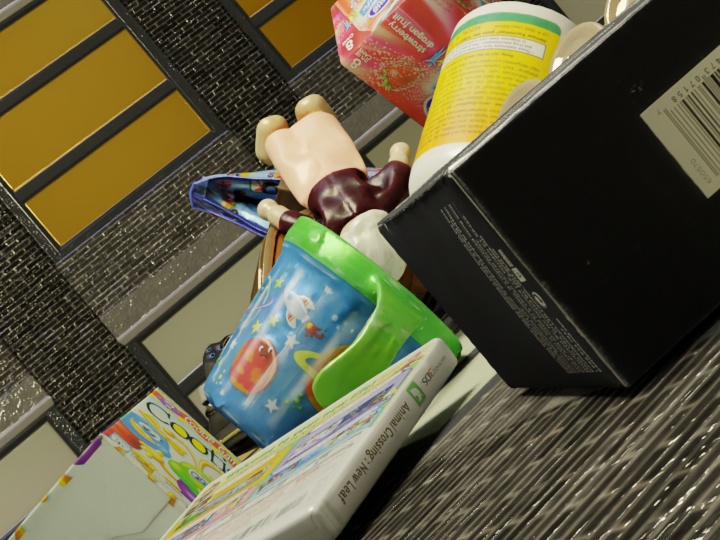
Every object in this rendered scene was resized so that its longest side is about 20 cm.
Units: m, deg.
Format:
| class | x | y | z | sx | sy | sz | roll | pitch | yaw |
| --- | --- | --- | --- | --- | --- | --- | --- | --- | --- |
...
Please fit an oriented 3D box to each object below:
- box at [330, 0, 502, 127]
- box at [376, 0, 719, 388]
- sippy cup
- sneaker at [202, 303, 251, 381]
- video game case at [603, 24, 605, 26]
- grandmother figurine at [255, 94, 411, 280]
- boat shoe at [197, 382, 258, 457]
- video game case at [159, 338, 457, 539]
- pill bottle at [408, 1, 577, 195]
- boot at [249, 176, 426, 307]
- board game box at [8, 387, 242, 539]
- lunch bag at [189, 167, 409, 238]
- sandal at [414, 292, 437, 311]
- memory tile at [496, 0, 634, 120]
| class | x | y | z | sx | sy | sz | roll | pitch | yaw |
| --- | --- | --- | --- | --- | --- | --- | --- | --- | --- |
| box | 0.082 | -0.167 | 1.248 | 0.100 | 0.200 | 0.096 | -41 | 32 | 23 |
| box | 0.123 | -0.052 | 0.644 | 0.200 | 0.104 | 0.182 | -41 | 2 | -8 |
| sippy cup | -0.026 | 0.057 | 0.984 | 0.130 | 0.139 | 0.178 | -51 | -23 | -5 |
| sneaker | -0.084 | 0.042 | 1.293 | 0.073 | 0.201 | 0.112 | 12 | -8 | -44 |
| video game case | 0.189 | -0.171 | 0.965 | 0.182 | 0.023 | 0.200 | -52 | 2 | 29 |
| grandmother figurine | -0.014 | -0.057 | 1.141 | 0.121 | 0.061 | 0.200 | -33 | 41 | 5 |
| boat shoe | -0.032 | 0.090 | 1.182 | 0.200 | 0.061 | 0.072 | -22 | -15 | 27 |
| video game case | -0.052 | 0.126 | 0.817 | 0.200 | 0.022 | 0.182 | -35 | 6 | 32 |
| pill bottle | 0.098 | -0.084 | 1.111 | 0.113 | 0.112 | 0.201 | -38 | 30 | 55 |
| boot | 0.000 | 0.000 | 1.180 | 0.074 | 0.154 | 0.201 | 106 | 176 | -45 |
| board game box | -0.157 | 0.167 | 1.093 | 0.105 | 0.103 | 0.200 | -48 | 0 | 5 |
| lunch bag | -0.052 | -0.059 | 1.381 | 0.151 | 0.199 | 0.095 | -17 | -61 | -75 |
| sandal | 0.066 | -0.028 | 1.364 | 0.201 | 0.054 | 0.082 | -59 | -18 | -10 |
| memory tile | 0.152 | -0.094 | 0.845 | 0.200 | 0.017 | 0.154 | -46 | 41 | 34 |
